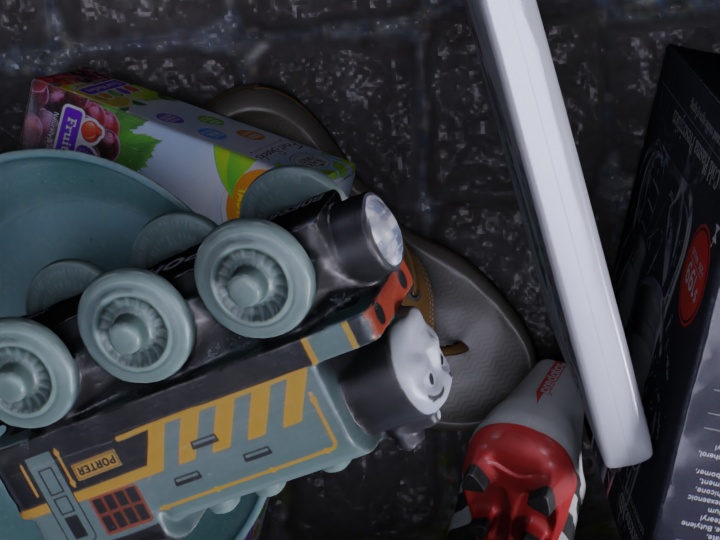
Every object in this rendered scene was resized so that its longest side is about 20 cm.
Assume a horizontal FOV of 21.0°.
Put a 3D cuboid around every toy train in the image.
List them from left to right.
[{"bbox_3d":[-0.062,0.039,0.749,0.199,0.085,0.115,-21,106,21],"label":"toy train"}]

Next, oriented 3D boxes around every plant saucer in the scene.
[{"bbox_3d":[-0.119,0.045,0.831,0.198,0.036,0.202,5,104,20],"label":"plant saucer"}]

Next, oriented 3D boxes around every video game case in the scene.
[{"bbox_3d":[0.073,-0.043,0.798,0.024,0.182,0.201,-15,106,3],"label":"video game case"}]

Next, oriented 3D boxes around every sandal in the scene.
[{"bbox_3d":[0.000,0.000,0.878,0.082,0.055,0.200,-38,102,11],"label":"sandal"}]

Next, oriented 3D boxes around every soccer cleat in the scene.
[{"bbox_3d":[0.071,0.127,0.903,0.068,0.085,0.201,19,134,15],"label":"soccer cleat"}]

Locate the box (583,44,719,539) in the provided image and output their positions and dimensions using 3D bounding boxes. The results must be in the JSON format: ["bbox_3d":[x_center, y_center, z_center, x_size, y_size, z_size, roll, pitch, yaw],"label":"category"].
[{"bbox_3d":[0.169,0.020,0.806,0.103,0.200,0.184,10,106,-3],"label":"box"}]

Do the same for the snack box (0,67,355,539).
[{"bbox_3d":[-0.096,0.028,0.867,0.141,0.053,0.201,19,108,15],"label":"snack box"}]
